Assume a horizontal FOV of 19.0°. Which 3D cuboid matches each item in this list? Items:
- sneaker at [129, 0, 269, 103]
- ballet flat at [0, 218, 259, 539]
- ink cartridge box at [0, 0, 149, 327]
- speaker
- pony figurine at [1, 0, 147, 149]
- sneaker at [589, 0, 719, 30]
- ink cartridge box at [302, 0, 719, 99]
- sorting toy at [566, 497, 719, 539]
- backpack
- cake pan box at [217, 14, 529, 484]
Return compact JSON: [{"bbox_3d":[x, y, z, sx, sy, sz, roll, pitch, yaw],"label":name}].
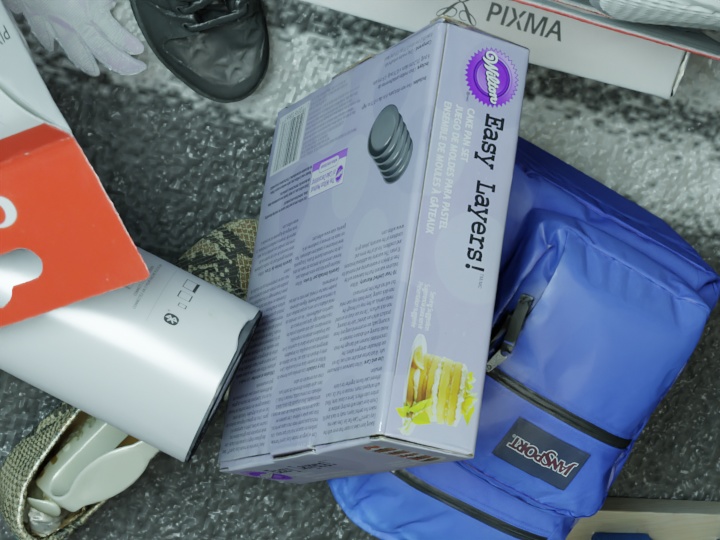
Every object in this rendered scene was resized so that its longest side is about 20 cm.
[{"bbox_3d":[-0.082,-0.155,0.971,0.060,0.104,0.201,-23,115,-8],"label":"sneaker"},{"bbox_3d":[-0.102,0.063,1.064,0.200,0.075,0.068,-46,112,3],"label":"ballet flat"},{"bbox_3d":[-0.200,-0.054,0.880,0.162,0.057,0.201,-17,105,30],"label":"ink cartridge box"},{"bbox_3d":[-0.150,0.008,0.987,0.199,0.081,0.082,26,102,0],"label":"speaker"},{"bbox_3d":[-0.192,-0.138,0.934,0.199,0.167,0.194,-22,108,9],"label":"pony figurine"},{"bbox_3d":[0.155,-0.160,0.923,0.200,0.072,0.115,-10,107,-62],"label":"sneaker"},{"bbox_3d":[0.065,-0.120,0.991,0.199,0.174,0.044,13,108,-21],"label":"ink cartridge box"},{"bbox_3d":[0.182,0.236,1.220,0.199,0.070,0.200,4,109,-19],"label":"sorting toy"},{"bbox_3d":[0.063,0.048,1.062,0.162,0.168,0.201,29,102,-18],"label":"backpack"},{"bbox_3d":[0.000,0.000,0.978,0.052,0.200,0.186,16,74,-22],"label":"cake pan box"}]
